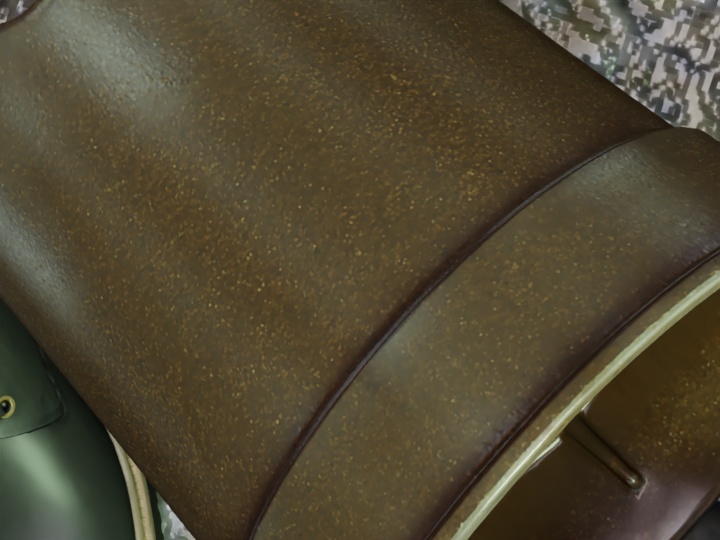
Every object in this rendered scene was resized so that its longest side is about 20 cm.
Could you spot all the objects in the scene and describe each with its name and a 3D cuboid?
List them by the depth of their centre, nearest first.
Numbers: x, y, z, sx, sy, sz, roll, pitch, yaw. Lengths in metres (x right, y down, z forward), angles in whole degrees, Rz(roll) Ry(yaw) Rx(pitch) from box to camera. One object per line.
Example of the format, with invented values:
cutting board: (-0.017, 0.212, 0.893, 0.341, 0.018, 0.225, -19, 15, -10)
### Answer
plant pot: (0.000, 0.000, 0.766, 0.198, 0.200, 0.200, 43, 95, 21)
boot: (-0.131, 0.033, 0.809, 0.077, 0.138, 0.200, -27, 81, 9)
